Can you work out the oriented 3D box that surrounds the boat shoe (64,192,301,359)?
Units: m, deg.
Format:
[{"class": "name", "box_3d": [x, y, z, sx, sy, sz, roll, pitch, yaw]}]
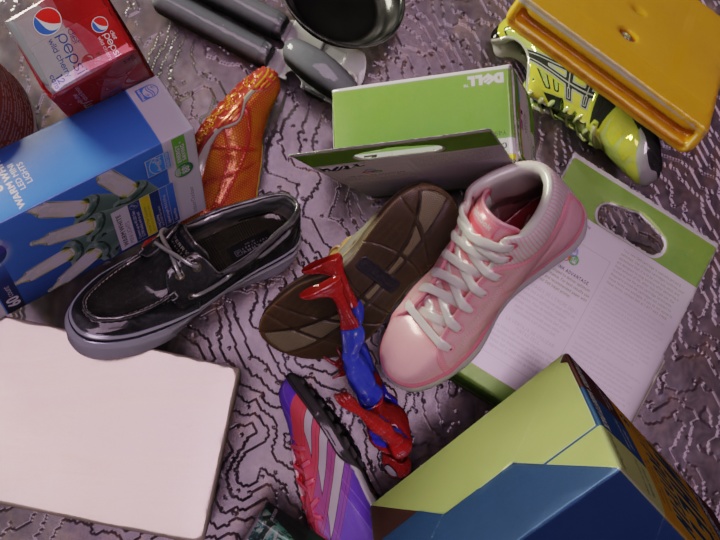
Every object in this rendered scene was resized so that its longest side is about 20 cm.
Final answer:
[{"class": "boat shoe", "box_3d": [-0.130, -0.008, 0.700, 0.198, 0.071, 0.072, -31, 66, -28]}]

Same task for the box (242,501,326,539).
[{"class": "box", "box_3d": [-0.029, 0.295, 0.742, 0.198, 0.036, 0.146, 32, 108, -1]}]

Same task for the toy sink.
[{"class": "toy sink", "box_3d": [-0.201, 0.121, 0.732, 0.196, 0.112, 0.133, 12, 80, -6]}]

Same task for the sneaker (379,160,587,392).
[{"class": "sneaker", "box_3d": [0.078, -0.001, 0.690, 0.200, 0.105, 0.076, -44, 60, 3]}]

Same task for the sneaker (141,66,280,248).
[{"class": "sneaker", "box_3d": [-0.113, -0.074, 0.787, 0.076, 0.073, 0.203, 27, 88, -23]}]

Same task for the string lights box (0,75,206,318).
[{"class": "string lights box", "box_3d": [-0.212, -0.046, 0.668, 0.198, 0.103, 0.059, -31, 66, -18]}]

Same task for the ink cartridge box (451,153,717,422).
[{"class": "ink cartridge box", "box_3d": [0.179, 0.033, 0.777, 0.146, 0.076, 0.202, 31, 82, 0]}]

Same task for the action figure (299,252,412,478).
[{"class": "action figure", "box_3d": [0.001, 0.088, 0.752, 0.051, 0.066, 0.202, -23, 114, 5]}]

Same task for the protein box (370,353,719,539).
[{"class": "protein box", "box_3d": [0.146, 0.214, 0.675, 0.198, 0.135, 0.200, -40, 112, 15]}]

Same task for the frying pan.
[{"class": "frying pan", "box_3d": [-0.026, -0.267, 0.800, 0.113, 0.031, 0.193, -7, 70, -24]}]

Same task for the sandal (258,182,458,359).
[{"class": "sandal", "box_3d": [0.000, 0.000, 0.771, 0.080, 0.054, 0.200, 39, 109, -20]}]

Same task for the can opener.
[{"class": "can opener", "box_3d": [-0.083, -0.203, 0.795, 0.198, 0.066, 0.053, 28, 85, 4]}]

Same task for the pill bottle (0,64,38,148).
[{"class": "pill bottle", "box_3d": [-0.308, -0.115, 0.701, 0.110, 0.200, 0.115, 0, 85, -3]}]

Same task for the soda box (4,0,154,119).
[{"class": "soda box", "box_3d": [-0.192, -0.142, 0.711, 0.069, 0.200, 0.064, -30, 86, -5]}]

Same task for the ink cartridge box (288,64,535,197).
[{"class": "ink cartridge box", "box_3d": [0.046, -0.110, 0.706, 0.145, 0.200, 0.077, -4, 85, 17]}]

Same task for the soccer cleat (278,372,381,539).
[{"class": "soccer cleat", "box_3d": [-0.023, 0.181, 0.764, 0.072, 0.068, 0.202, -30, 90, -2]}]

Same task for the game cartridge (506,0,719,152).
[{"class": "game cartridge", "box_3d": [0.219, -0.201, 0.772, 0.175, 0.033, 0.201, 36, 43, -1]}]

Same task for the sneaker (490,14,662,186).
[{"class": "sneaker", "box_3d": [0.182, -0.146, 0.793, 0.076, 0.075, 0.202, -30, 64, 4]}]
